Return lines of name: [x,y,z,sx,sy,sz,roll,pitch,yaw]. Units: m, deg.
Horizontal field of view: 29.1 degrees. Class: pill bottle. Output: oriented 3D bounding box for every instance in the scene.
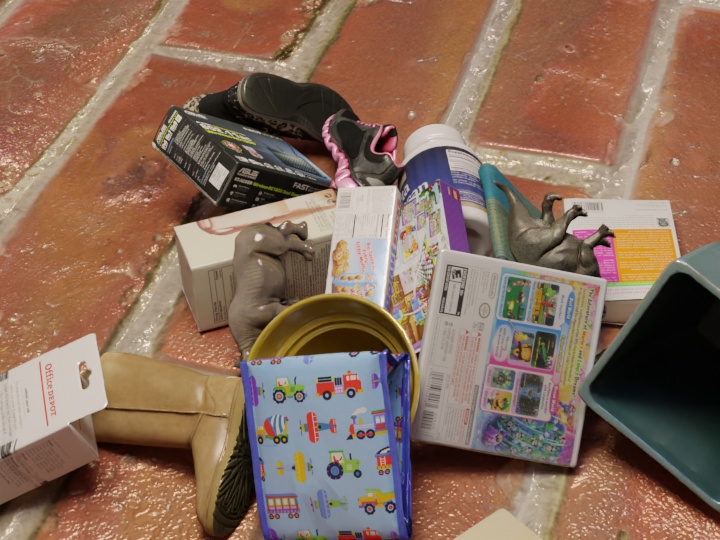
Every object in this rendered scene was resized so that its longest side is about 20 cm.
pill bottle: [0.104,-0.090,1.705,0.111,0.111,0.200,-4,41,-3]

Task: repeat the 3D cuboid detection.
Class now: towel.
towel: [0.192,-0.023,1.623,0.022,0.147,0.200,-32,36,25]

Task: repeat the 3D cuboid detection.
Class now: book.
book: [0.313,-0.016,1.664,0.133,0.048,0.200,2,40,4]

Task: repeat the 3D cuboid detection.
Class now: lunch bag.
lunch bag: [-0.029,0.184,1.358,0.150,0.094,0.201,-5,83,17]

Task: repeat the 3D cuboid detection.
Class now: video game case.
video game case: [0.152,0.092,1.440,0.182,0.201,0.024,10,-3,-7]

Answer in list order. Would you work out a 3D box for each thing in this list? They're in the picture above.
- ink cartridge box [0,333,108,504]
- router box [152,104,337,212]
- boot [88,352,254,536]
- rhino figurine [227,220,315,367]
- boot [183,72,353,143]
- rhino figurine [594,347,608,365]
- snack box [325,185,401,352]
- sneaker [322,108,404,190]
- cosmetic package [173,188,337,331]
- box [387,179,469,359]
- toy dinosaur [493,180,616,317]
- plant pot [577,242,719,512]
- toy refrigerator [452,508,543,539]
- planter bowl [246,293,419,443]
ink cartridge box: [-0.342,0.160,1.429,0.200,0.068,0.116,-25,44,3]
router box: [-0.136,-0.126,1.712,0.200,0.062,0.150,12,22,-49]
boot: [-0.202,0.179,1.448,0.200,0.066,0.176,4,67,27]
rhino figurine: [-0.104,0.041,1.543,0.087,0.201,0.060,5,-2,-20]
boot: [-0.120,-0.207,1.860,0.203,0.074,0.154,14,-15,-42]
rhino figurine: [0.199,0.109,1.507,0.199,0.060,0.088,7,46,8]
snack box: [0.000,0.000,1.553,0.072,0.024,0.201,-1,67,18]
sneaker: [0.011,-0.156,1.761,0.079,0.095,0.200,32,24,-31]
cosmetic package: [-0.110,-0.014,1.635,0.200,0.104,0.087,-14,42,-16]
box: [0.063,0.014,1.550,0.137,0.039,0.200,-32,48,33]
toy dinosaur: [0.217,-0.024,1.543,0.200,0.077,0.102,42,84,-3]
plant pot: [0.382,0.086,1.420,0.196,0.196,0.200,39,35,15]
toy refrigerator: [0.083,0.312,1.289,0.200,0.070,0.076,-28,41,-27]
planter bowl: [-0.019,0.130,1.456,0.200,0.083,0.201,-6,74,21]
